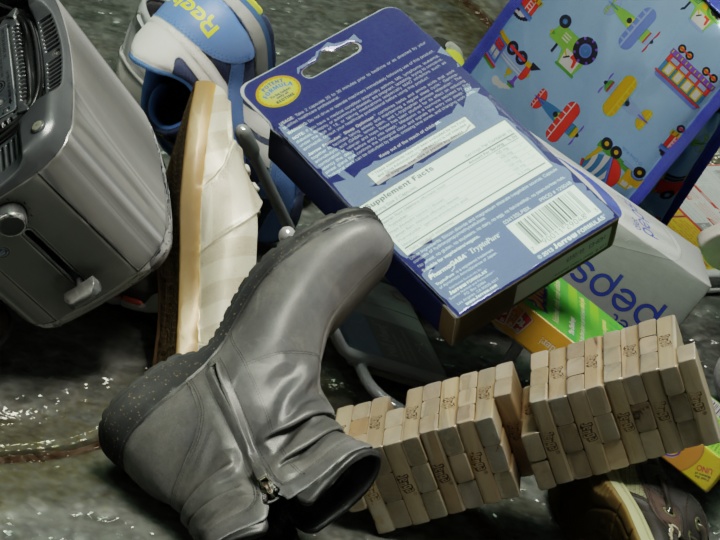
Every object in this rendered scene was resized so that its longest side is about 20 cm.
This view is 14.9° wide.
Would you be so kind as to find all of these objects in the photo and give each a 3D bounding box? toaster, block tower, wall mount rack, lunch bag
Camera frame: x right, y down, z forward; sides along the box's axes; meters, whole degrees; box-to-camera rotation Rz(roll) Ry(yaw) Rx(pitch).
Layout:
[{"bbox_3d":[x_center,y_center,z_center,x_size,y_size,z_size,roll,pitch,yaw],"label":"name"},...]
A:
[{"bbox_3d":[-0.179,-0.064,1.521,0.113,0.129,0.201,-30,39,12],"label":"toaster"},{"bbox_3d":[0.087,0.081,1.454,0.199,0.054,0.058,-15,26,13],"label":"block tower"},{"bbox_3d":[0.000,0.000,1.601,0.173,0.075,0.200,19,24,-27],"label":"wall mount rack"},{"bbox_3d":[0.159,-0.125,1.715,0.151,0.200,0.094,47,40,17],"label":"lunch bag"}]

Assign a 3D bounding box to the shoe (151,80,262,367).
[{"bbox_3d":[-0.083,-0.009,1.541,0.053,0.070,0.201,8,70,-15],"label":"shoe"}]

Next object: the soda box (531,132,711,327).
[{"bbox_3d":[0.112,-0.030,1.659,0.199,0.068,0.064,35,18,-11],"label":"soda box"}]

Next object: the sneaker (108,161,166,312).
[{"bbox_3d":[-0.146,-0.046,1.639,0.077,0.082,0.200,-9,35,-35],"label":"sneaker"}]

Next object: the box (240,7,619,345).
[{"bbox_3d":[0.035,-0.058,1.551,0.121,0.033,0.200,-30,61,-25],"label":"box"}]

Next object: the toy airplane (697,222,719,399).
[{"bbox_3d":[0.258,0.033,1.617,0.200,0.141,0.200,56,25,8],"label":"toy airplane"}]

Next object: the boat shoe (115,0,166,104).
[{"bbox_3d":[-0.090,-0.118,1.806,0.072,0.069,0.200,-7,34,-33],"label":"boat shoe"}]

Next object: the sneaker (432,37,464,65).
[{"bbox_3d":[0.045,-0.084,1.820,0.076,0.076,0.200,28,35,-4],"label":"sneaker"}]

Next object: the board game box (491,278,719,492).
[{"bbox_3d":[0.133,0.046,1.571,0.200,0.030,0.095,41,17,8],"label":"board game box"}]

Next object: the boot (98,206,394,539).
[{"bbox_3d":[-0.028,0.067,1.439,0.200,0.070,0.131,-45,51,-9],"label":"boot"}]

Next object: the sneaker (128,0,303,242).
[{"bbox_3d":[-0.089,-0.087,1.646,0.082,0.201,0.074,-39,48,-23],"label":"sneaker"}]

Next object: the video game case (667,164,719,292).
[{"bbox_3d":[0.199,-0.028,1.827,0.199,0.018,0.143,-2,32,-27],"label":"video game case"}]

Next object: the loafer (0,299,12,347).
[{"bbox_3d":[-0.285,0.008,1.491,0.198,0.071,0.073,7,29,-12],"label":"loafer"}]

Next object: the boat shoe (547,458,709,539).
[{"bbox_3d":[0.152,0.141,1.444,0.064,0.074,0.200,0,31,-14],"label":"boat shoe"}]
